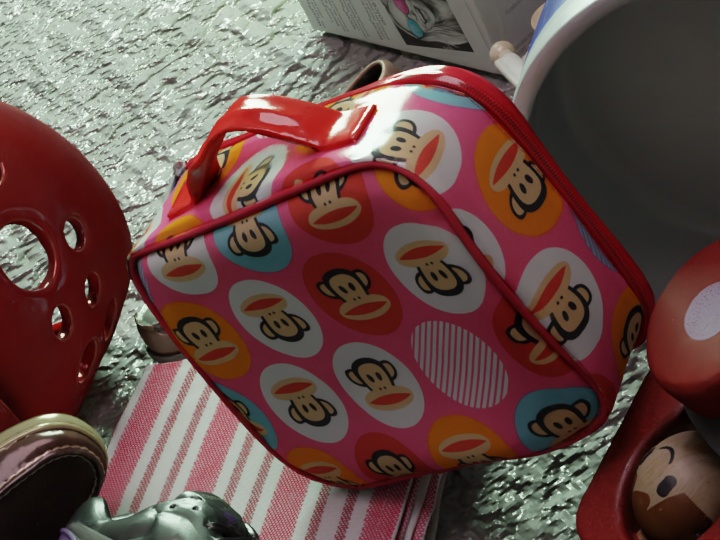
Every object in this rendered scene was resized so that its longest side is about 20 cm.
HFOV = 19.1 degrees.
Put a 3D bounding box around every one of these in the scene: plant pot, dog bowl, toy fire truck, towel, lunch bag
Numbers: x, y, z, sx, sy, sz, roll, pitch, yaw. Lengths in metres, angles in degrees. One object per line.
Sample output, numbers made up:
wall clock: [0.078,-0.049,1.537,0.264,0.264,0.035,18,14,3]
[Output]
plant pot: [-0.229,0.036,1.056,0.199,0.201,0.183,-11,42,27]
dog bowl: [0.163,-0.061,0.868,0.199,0.201,0.079,-12,36,27]
toy fire truck: [0.139,0.098,0.771,0.168,0.112,0.200,-46,32,14]
towel: [-0.042,0.092,0.987,0.199,0.030,0.147,-10,40,30]
lunch bag: [0.000,0.000,0.862,0.199,0.176,0.082,-16,33,46]

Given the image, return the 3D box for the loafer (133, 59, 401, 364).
loafer: [-0.046,-0.034,1.128,0.200,0.063,0.072,-39,34,-15]

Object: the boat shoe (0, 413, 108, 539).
boat shoe: [-0.180,0.154,0.956,0.200,0.072,0.072,-45,39,-1]

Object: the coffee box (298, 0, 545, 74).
coffee box: [0.052,-0.264,1.237,0.200,0.201,0.197,-43,34,-20]

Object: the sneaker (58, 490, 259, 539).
sneaker: [-0.064,0.131,0.880,0.199,0.076,0.088,2,63,40]

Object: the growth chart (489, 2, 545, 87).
growth chart: [0.156,-0.133,1.021,0.199,0.018,0.145,-30,25,8]
